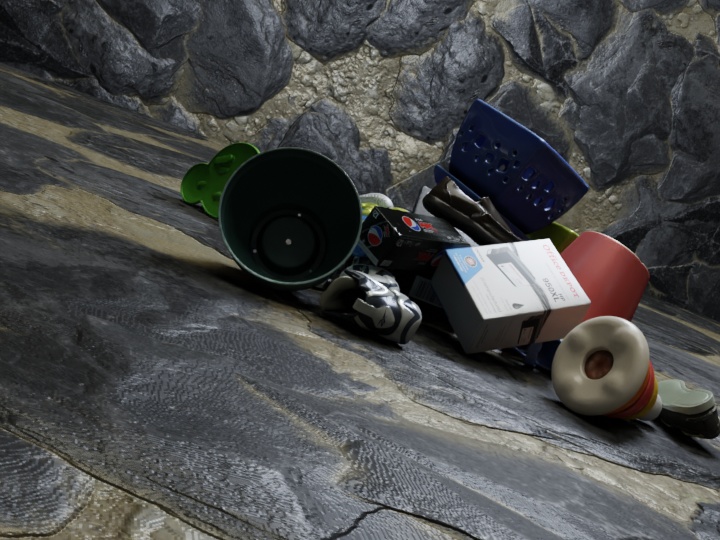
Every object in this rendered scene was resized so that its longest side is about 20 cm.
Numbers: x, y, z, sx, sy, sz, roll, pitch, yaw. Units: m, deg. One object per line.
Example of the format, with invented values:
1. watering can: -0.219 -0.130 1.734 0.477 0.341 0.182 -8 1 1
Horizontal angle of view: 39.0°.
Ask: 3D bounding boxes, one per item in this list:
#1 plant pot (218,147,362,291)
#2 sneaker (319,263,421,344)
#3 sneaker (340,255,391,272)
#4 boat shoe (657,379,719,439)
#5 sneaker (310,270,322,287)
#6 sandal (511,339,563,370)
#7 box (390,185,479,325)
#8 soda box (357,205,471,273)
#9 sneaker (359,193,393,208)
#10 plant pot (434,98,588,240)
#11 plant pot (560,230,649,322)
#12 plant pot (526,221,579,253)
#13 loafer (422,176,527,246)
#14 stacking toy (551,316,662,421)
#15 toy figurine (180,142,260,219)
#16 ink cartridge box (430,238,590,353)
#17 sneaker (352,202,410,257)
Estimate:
1. plant pot: -0.101 -0.057 1.454 0.198 0.202 0.134 21 -18 2
2. sneaker: -0.012 0.027 1.422 0.129 0.080 0.199 26 15 -33
3. sneaker: 0.000 0.000 1.693 0.087 0.075 0.200 13 0 9
4. boat shoe: 0.487 0.213 1.556 0.071 0.061 0.201 -25 5 -4
5. sneaker: -0.070 -0.030 1.642 0.073 0.083 0.200 19 9 -15
6. sandal: 0.269 0.106 1.644 0.086 0.080 0.200 11 11 -31
7. box: 0.138 -0.024 1.723 0.147 0.108 0.201 21 43 1
8. soda box: 0.080 -0.044 1.539 0.199 0.064 0.071 7 37 -53
9. sneaker: 0.026 -0.087 1.794 0.129 0.199 0.080 -21 73 -39
10. plant pot: 0.268 -0.168 1.885 0.199 0.180 0.200 33 8 -46
11. plant pot: 0.391 0.043 1.755 0.200 0.178 0.201 36 -10 8
12. plant pot: 0.365 0.015 1.984 0.199 0.182 0.199 34 1 -31
13. loafer: 0.198 -0.085 1.642 0.199 0.072 0.073 32 -7 -11
14. stacking toy: 0.376 0.169 1.452 0.200 0.147 0.146 39 -6 -40
15. toy figurine: -0.212 -0.135 1.939 0.198 0.152 0.184 -3 -20 32
16. ink cartridge box: 0.230 0.036 1.560 0.198 0.085 0.145 -6 50 -25
17. sneaker: -0.015 -0.067 1.633 0.198 0.077 0.105 -1 19 29
